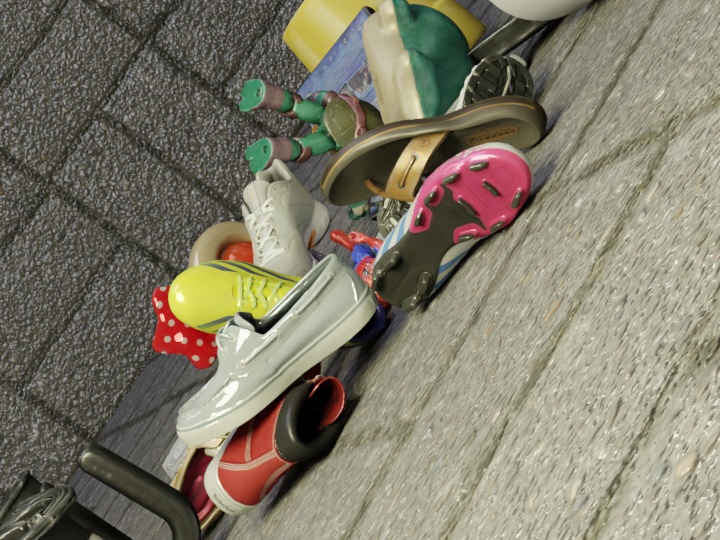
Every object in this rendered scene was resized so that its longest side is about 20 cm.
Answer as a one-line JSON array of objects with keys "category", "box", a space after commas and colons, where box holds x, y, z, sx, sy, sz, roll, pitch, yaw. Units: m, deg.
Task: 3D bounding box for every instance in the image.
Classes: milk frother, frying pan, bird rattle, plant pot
[{"category": "milk frother", "box": [-0.236, 0.265, 1.362, 0.181, 0.187, 0.200, -53, 9, 17]}, {"category": "frying pan", "box": [0.186, -0.258, 1.554, 0.189, 0.031, 0.115, -34, 2, 5]}, {"category": "bird rattle", "box": [-0.119, 0.027, 1.601, 0.113, 0.198, 0.164, -53, 39, 46]}, {"category": "plant pot", "box": [0.018, -0.265, 1.899, 0.201, 0.188, 0.201, -52, 1, 1]}]

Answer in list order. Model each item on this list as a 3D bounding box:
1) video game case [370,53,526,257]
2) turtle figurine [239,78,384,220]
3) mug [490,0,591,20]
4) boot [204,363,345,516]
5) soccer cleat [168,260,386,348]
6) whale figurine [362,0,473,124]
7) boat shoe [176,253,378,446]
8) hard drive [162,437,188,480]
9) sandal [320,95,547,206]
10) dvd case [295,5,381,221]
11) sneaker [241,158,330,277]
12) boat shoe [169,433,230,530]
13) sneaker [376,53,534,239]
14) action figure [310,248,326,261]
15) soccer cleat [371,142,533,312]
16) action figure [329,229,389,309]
[{"category": "video game case", "box": [0.078, -0.097, 1.561, 0.182, 0.024, 0.201, -45, 14, 52]}, {"category": "turtle figurine", "box": [-0.027, -0.140, 1.666, 0.101, 0.199, 0.151, -48, 50, 37]}, {"category": "mug", "box": [0.192, -0.316, 1.396, 0.188, 0.149, 0.153, -62, 17, -5]}, {"category": "boot", "box": [-0.047, 0.104, 1.365, 0.144, 0.072, 0.201, -41, 17, 37]}, {"category": "soccer cleat", "box": [-0.067, 0.027, 1.369, 0.083, 0.199, 0.065, -5, 77, 56]}, {"category": "whale figurine", "box": [0.064, -0.193, 1.561, 0.103, 0.161, 0.200, -15, 13, -1]}, {"category": "boat shoe", "box": [-0.081, 0.061, 1.314, 0.200, 0.072, 0.070, -38, 15, 2]}, {"category": "hard drive", "box": [-0.156, 0.157, 1.842, 0.201, 0.038, 0.140, -55, 9, -6]}, {"category": "sandal", "box": [0.059, -0.086, 1.308, 0.198, 0.082, 0.055, -14, 63, 14]}, {"category": "dvd case", "box": [0.013, -0.174, 1.772, 0.017, 0.201, 0.143, 9, -50, -48]}, {"category": "sneaker", "box": [-0.085, -0.033, 1.525, 0.075, 0.092, 0.201, -28, 25, 16]}, {"category": "boat shoe", "box": [-0.125, 0.170, 1.529, 0.201, 0.073, 0.069, -63, 9, 13]}, {"category": "sneaker", "box": [0.083, -0.096, 1.412, 0.201, 0.074, 0.079, -52, -2, -21]}, {"category": "action figure", "box": [-0.094, 0.073, 1.722, 0.201, 0.069, 0.130, -61, 15, -14]}, {"category": "soccer cleat", "box": [0.072, -0.049, 1.260, 0.200, 0.070, 0.087, -47, 11, 44]}, {"category": "action figure", "box": [0.000, 0.000, 1.488, 0.066, 0.051, 0.200, -64, 19, -2]}]
